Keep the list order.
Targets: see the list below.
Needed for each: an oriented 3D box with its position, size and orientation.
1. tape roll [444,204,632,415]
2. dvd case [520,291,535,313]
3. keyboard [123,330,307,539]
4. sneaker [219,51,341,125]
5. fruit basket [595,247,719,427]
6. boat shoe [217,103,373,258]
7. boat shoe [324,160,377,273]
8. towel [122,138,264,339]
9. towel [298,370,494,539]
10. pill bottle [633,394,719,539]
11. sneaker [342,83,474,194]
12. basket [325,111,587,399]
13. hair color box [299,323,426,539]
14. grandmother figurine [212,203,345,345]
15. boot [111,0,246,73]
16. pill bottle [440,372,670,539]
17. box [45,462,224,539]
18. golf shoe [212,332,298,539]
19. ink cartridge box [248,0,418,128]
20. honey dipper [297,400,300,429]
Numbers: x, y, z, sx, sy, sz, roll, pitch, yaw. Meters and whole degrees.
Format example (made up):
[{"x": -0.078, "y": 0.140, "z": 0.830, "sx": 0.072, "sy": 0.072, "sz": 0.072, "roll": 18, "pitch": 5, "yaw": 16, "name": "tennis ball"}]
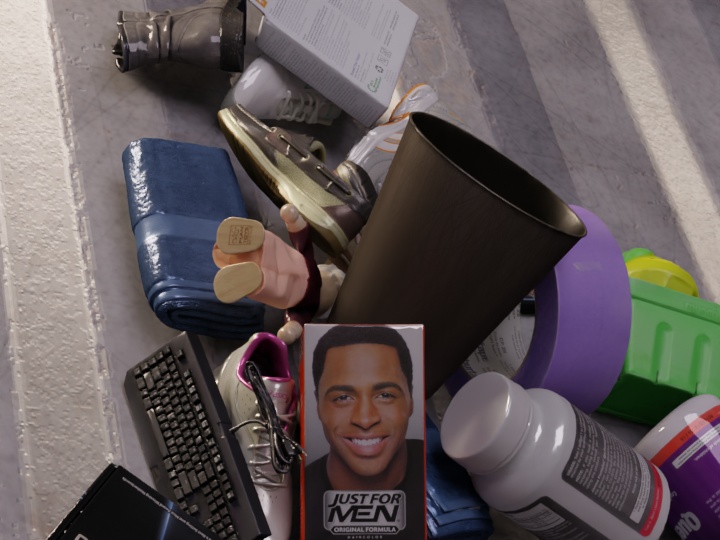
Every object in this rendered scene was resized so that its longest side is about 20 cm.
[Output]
[{"x": 0.151, "y": 0.038, "z": 1.688, "sx": 0.084, "sy": 0.201, "sz": 0.201, "roll": 2, "pitch": 49, "yaw": -31, "name": "tape roll"}, {"x": 0.095, "y": -0.039, "z": 1.871, "sx": 0.142, "sy": 0.018, "sz": 0.201, "roll": 3, "pitch": 47, "yaw": -32, "name": "dvd case"}, {"x": -0.116, "y": 0.132, "z": 1.488, "sx": 0.021, "sy": 0.126, "sz": 0.201, "roll": 45, "pitch": 17, "yaw": -56, "name": "keyboard"}, {"x": -0.060, "y": -0.183, "z": 1.874, "sx": 0.080, "sy": 0.071, "sz": 0.200, "roll": 48, "pitch": 41, "yaw": 13, "name": "sneaker"}, {"x": 0.301, "y": 0.051, "z": 1.833, "sx": 0.214, "sy": 0.155, "sz": 0.218, "roll": 11, "pitch": 62, "yaw": -22, "name": "fruit basket"}, {"x": -0.058, "y": -0.092, "z": 1.708, "sx": 0.066, "sy": 0.072, "sz": 0.201, "roll": -36, "pitch": 54, "yaw": -9, "name": "boat shoe"}, {"x": 0.000, "y": 0.000, "z": 1.731, "sx": 0.076, "sy": 0.073, "sz": 0.202, "roll": 39, "pitch": 30, "yaw": -70, "name": "boat shoe"}, {"x": -0.151, "y": -0.028, "z": 1.661, "sx": 0.111, "sy": 0.049, "sz": 0.201, "roll": 10, "pitch": 46, "yaw": -29, "name": "towel"}, {"x": 0.036, "y": 0.150, "z": 1.600, "sx": 0.111, "sy": 0.049, "sz": 0.201, "roll": 4, "pitch": 44, "yaw": -55, "name": "towel"}, {"x": 0.343, "y": 0.218, "z": 1.703, "sx": 0.112, "sy": 0.113, "sz": 0.200, "roll": -20, "pitch": 62, "yaw": -44, "name": "pill bottle"}, {"x": 0.045, "y": -0.102, "z": 1.831, "sx": 0.092, "sy": 0.076, "sz": 0.200, "roll": 35, "pitch": 56, "yaw": 10, "name": "sneaker"}, {"x": 0.064, "y": -0.002, "z": 1.586, "sx": 0.180, "sy": 0.201, "sz": 0.136, "roll": 36, "pitch": 18, "yaw": 9, "name": "basket"}, {"x": 0.001, "y": 0.146, "z": 1.493, "sx": 0.100, "sy": 0.061, "sz": 0.202, "roll": 0, "pitch": 79, "yaw": -4, "name": "hair color box"}, {"x": -0.063, "y": 0.005, "z": 1.602, "sx": 0.060, "sy": 0.122, "sz": 0.200, "roll": 7, "pitch": -10, "yaw": 23, "name": "grandmother figurine"}, {"x": -0.179, "y": -0.249, "z": 1.857, "sx": 0.130, "sy": 0.070, "sz": 0.200, "roll": 0, "pitch": 20, "yaw": -2, "name": "boot"}, {"x": 0.163, "y": 0.170, "z": 1.589, "sx": 0.199, "sy": 0.110, "sz": 0.111, "roll": 36, "pitch": 34, "yaw": -30, "name": "pill bottle"}, {"x": -0.152, "y": 0.264, "z": 1.346, "sx": 0.199, "sy": 0.086, "sz": 0.164, "roll": 35, "pitch": 40, "yaw": 2, "name": "box"}, {"x": -0.085, "y": 0.139, "z": 1.516, "sx": 0.075, "sy": 0.092, "sz": 0.201, "roll": 11, "pitch": 46, "yaw": -26, "name": "golf shoe"}, {"x": -0.041, "y": -0.260, "z": 1.886, "sx": 0.199, "sy": 0.041, "sz": 0.200, "roll": 38, "pitch": 34, "yaw": -13, "name": "ink cartridge box"}, {"x": -0.027, "y": 0.163, "z": 1.577, "sx": 0.038, "sy": 0.038, "sz": 0.201, "roll": -7, "pitch": 49, "yaw": -38, "name": "honey dipper"}]
